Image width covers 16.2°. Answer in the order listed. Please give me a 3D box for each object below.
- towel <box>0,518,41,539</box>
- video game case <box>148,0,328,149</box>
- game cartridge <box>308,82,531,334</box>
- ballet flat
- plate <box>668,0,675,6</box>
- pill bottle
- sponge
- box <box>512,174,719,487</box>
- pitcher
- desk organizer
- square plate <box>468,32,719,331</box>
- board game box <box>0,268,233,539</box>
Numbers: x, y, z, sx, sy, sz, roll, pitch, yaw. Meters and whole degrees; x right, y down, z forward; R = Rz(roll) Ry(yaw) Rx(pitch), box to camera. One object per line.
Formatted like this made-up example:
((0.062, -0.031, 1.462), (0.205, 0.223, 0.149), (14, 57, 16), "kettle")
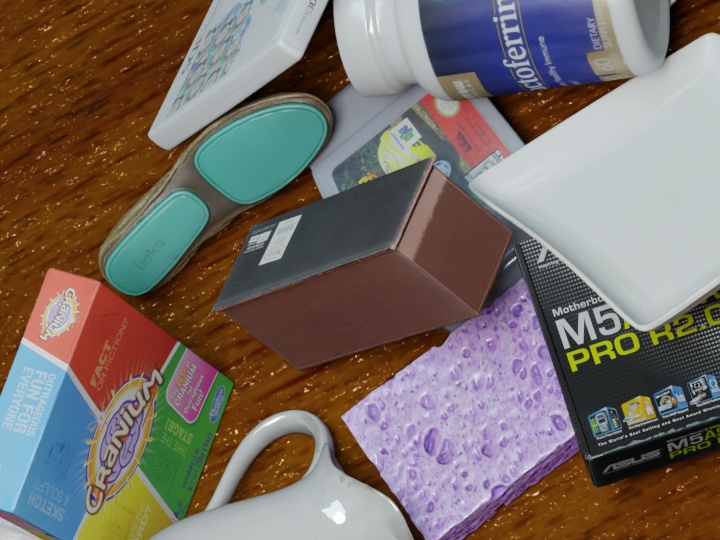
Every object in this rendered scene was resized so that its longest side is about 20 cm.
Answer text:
((-0.269, 0.202, 1.714), (0.199, 0.032, 0.192), (14, 76, 28), "towel")
((-0.060, -0.185, 1.694), (0.200, 0.024, 0.182), (-27, 34, 57), "video game case")
((0.047, -0.057, 1.681), (0.133, 0.041, 0.200), (-41, 60, 8), "game cartridge")
((-0.100, -0.062, 1.723), (0.200, 0.068, 0.072), (-43, 20, 17), "ballet flat")
((0.183, -0.263, 1.707), (0.200, 0.032, 0.200), (-43, 60, 1), "plate")
((0.090, -0.170, 1.625), (0.199, 0.116, 0.116), (-7, 67, 21), "pill bottle")
((0.097, 0.077, 1.608), (0.200, 0.030, 0.112), (-38, 61, 5), "sponge")
((0.211, 0.027, 1.545), (0.199, 0.044, 0.161), (-18, 60, 3), "box")
((-0.078, 0.184, 1.602), (0.200, 0.121, 0.172), (-35, 39, -5), "pitcher")
((0.000, 0.000, 1.612), (0.200, 0.077, 0.072), (-19, 40, 51), "desk organizer")
((0.197, -0.052, 1.545), (0.198, 0.029, 0.200), (-32, 40, -13), "square plate")
((-0.163, 0.106, 1.609), (0.040, 0.200, 0.154), (13, 76, 27), "board game box")
